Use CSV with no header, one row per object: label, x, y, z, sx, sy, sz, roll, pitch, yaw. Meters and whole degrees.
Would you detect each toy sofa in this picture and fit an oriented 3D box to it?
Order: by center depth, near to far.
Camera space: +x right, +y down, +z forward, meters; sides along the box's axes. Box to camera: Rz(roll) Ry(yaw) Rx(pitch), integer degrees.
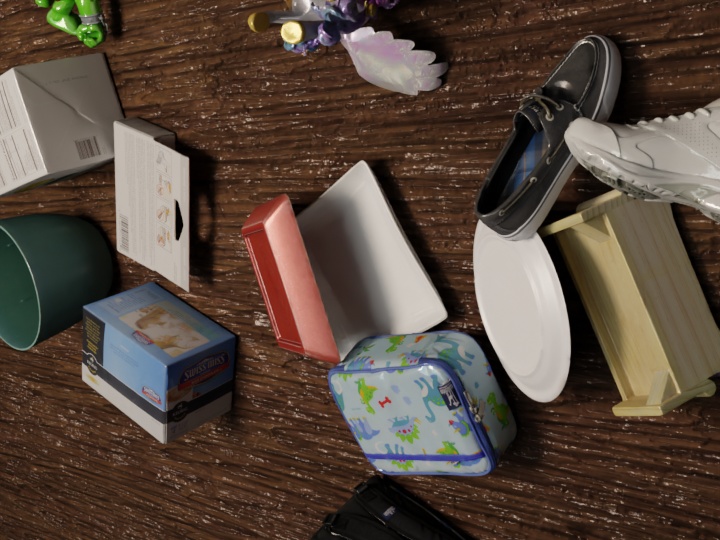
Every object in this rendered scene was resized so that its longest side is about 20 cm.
toy sofa,0.255,0.027,0.900,0.203,0.097,0.083,67,160,1

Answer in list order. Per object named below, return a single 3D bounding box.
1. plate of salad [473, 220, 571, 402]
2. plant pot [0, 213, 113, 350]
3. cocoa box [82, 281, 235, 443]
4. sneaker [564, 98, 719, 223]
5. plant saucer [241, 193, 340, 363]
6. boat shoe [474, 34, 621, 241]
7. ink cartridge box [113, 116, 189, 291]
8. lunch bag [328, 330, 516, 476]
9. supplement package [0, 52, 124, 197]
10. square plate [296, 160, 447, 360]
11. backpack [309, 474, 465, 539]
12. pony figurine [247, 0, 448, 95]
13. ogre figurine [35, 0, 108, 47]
plate of salad,0.165,0.030,0.971,0.200,0.047,0.203,166,90,-75
plant pot,-0.487,0.001,1.526,0.199,0.160,0.204,18,118,37
cocoa box,-0.293,0.127,1.409,0.199,0.133,0.133,28,123,33
sneaker,0.273,-0.103,0.818,0.197,0.078,0.101,21,90,13
plant saucer,-0.093,0.016,1.181,0.200,0.036,0.203,177,75,-73
boat shoe,0.162,-0.125,0.877,0.070,0.066,0.202,41,106,46
ink cartridge box,-0.280,-0.095,1.375,0.175,0.044,0.203,26,123,35
lunch bag,0.069,0.155,1.099,0.198,0.082,0.162,-8,116,44
supplement package,-0.464,-0.209,1.429,0.198,0.151,0.153,-11,99,45
square plate,0.000,0.000,1.157,0.197,0.028,0.202,-34,81,46
backpack,0.057,0.362,1.165,0.198,0.163,0.156,12,123,32
pony figurine,-0.014,-0.266,0.979,0.190,0.200,0.169,13,109,22
ogre figurine,-0.417,-0.409,1.347,0.201,0.097,0.121,61,147,32
